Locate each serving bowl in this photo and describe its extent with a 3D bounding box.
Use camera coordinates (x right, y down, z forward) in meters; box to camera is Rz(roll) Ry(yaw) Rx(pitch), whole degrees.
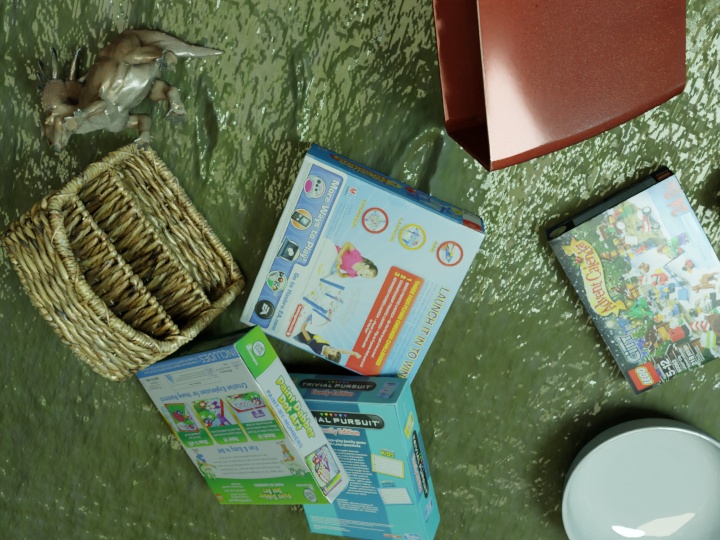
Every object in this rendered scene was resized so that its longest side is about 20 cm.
[{"bbox_3d":[0.320,0.245,0.901,0.199,0.066,0.201,2,110,5],"label":"serving bowl"}]

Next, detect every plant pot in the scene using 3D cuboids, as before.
[{"bbox_3d":[0.165,-0.214,0.694,0.175,0.200,0.201,-10,109,-2],"label":"plant pot"}]

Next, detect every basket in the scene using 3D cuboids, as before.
[{"bbox_3d":[-0.239,-0.007,0.829,0.148,0.143,0.201,-28,105,16],"label":"basket"}]

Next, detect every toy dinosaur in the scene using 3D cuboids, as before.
[{"bbox_3d":[-0.241,-0.190,0.802,0.200,0.136,0.086,-39,144,-4],"label":"toy dinosaur"}]

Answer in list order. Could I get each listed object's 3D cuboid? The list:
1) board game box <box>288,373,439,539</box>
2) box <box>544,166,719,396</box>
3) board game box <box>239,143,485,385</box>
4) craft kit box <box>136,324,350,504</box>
[{"bbox_3d":[-0.004,0.209,0.899,0.150,0.047,0.201,-1,119,24],"label":"board game box"},{"bbox_3d":[0.297,0.015,0.834,0.136,0.038,0.201,-29,104,15],"label":"box"},{"bbox_3d":[0.000,0.000,0.852,0.195,0.056,0.201,24,111,-3],"label":"board game box"},{"bbox_3d":[-0.133,0.165,0.883,0.199,0.048,0.198,-15,107,44],"label":"craft kit box"}]
